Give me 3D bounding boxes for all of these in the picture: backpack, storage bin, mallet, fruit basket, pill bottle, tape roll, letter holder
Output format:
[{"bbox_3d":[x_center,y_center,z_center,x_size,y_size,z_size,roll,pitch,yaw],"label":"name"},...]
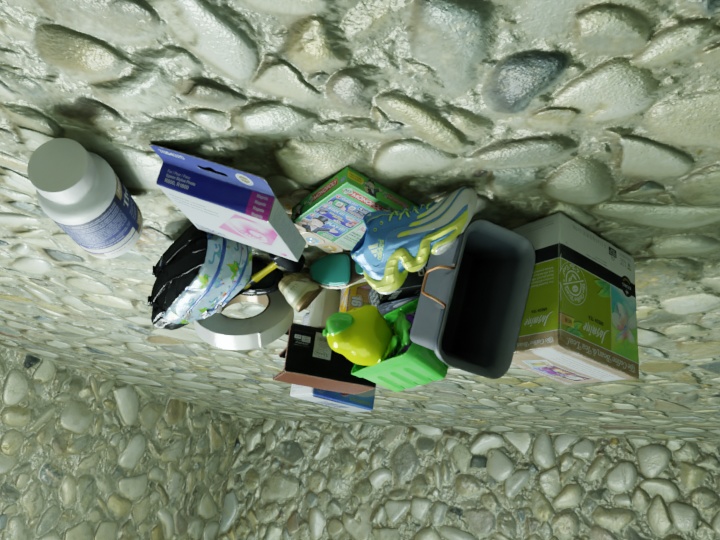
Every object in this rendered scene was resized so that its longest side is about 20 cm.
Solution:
[{"bbox_3d":[-0.279,-0.002,1.097,0.151,0.166,0.201,14,141,-22],"label":"backpack"},{"bbox_3d":[0.142,0.039,0.909,0.143,0.204,0.134,18,171,-22],"label":"storage bin"},{"bbox_3d":[-0.184,0.016,1.164,0.065,0.042,0.199,25,129,-38],"label":"mallet"},{"bbox_3d":[0.041,0.107,1.050,0.212,0.157,0.217,23,148,15],"label":"fruit basket"},{"bbox_3d":[-0.402,-0.105,0.922,0.108,0.113,0.201,7,159,2],"label":"pill bottle"},{"bbox_3d":[-0.227,0.078,1.222,0.198,0.204,0.038,5,123,6],"label":"tape roll"},{"bbox_3d":[-0.076,0.194,1.334,0.196,0.103,0.142,13,158,-16],"label":"letter holder"}]

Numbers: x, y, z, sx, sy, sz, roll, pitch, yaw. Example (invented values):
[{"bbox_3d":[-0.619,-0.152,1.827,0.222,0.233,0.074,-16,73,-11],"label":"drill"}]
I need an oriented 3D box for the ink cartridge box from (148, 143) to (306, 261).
[{"bbox_3d":[-0.194,-0.092,0.913,0.193,0.044,0.200,19,164,19],"label":"ink cartridge box"}]

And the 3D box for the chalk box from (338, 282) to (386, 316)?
[{"bbox_3d":[0.057,0.092,1.248,0.195,0.127,0.125,10,158,-8],"label":"chalk box"}]

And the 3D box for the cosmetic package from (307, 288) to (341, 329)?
[{"bbox_3d":[-0.007,0.113,1.369,0.196,0.089,0.103,15,159,-18],"label":"cosmetic package"}]

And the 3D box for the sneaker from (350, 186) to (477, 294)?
[{"bbox_3d":[0.065,-0.058,0.862,0.105,0.076,0.200,38,108,-18],"label":"sneaker"}]

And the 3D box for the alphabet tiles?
[{"bbox_3d":[-0.069,-0.072,1.021,0.197,0.015,0.194,-9,153,37],"label":"alphabet tiles"}]

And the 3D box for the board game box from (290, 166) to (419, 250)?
[{"bbox_3d":[0.013,-0.073,0.940,0.198,0.030,0.134,24,143,-35],"label":"board game box"}]

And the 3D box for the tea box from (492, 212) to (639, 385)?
[{"bbox_3d":[0.308,0.053,0.948,0.197,0.201,0.133,20,156,-32],"label":"tea box"}]

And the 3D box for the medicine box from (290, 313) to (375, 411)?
[{"bbox_3d":[-0.054,0.218,1.495,0.180,0.204,0.102,21,158,-32],"label":"medicine box"}]

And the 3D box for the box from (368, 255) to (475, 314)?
[{"bbox_3d":[0.105,0.025,1.083,0.156,0.045,0.200,-9,166,-11],"label":"box"}]

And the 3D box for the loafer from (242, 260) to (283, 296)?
[{"bbox_3d":[-0.246,0.008,1.214,0.196,0.070,0.070,6,168,16],"label":"loafer"}]

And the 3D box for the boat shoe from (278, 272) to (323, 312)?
[{"bbox_3d":[-0.108,0.031,1.189,0.062,0.074,0.200,40,-179,1],"label":"boat shoe"}]

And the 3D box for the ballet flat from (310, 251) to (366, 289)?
[{"bbox_3d":[0.000,0.000,1.113,0.197,0.069,0.062,-7,162,35],"label":"ballet flat"}]
